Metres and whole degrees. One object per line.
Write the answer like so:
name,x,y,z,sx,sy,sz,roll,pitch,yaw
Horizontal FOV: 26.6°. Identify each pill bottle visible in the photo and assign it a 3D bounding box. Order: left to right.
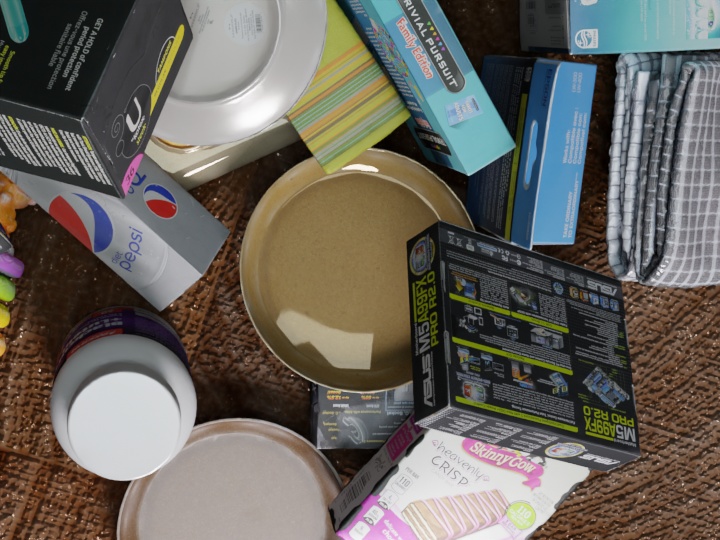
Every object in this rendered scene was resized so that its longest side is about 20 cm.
pill bottle,-0.185,0.097,1.193,0.111,0.200,0.111,-1,99,-9

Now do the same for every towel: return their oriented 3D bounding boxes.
towel,-0.047,-0.181,1.216,0.086,0.018,0.200,-35,99,-7
towel,0.298,-0.085,1.282,0.166,0.086,0.200,0,98,-29

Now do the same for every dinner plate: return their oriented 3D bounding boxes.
dinner plate,-0.126,-0.195,1.186,0.200,0.024,0.200,1,103,2

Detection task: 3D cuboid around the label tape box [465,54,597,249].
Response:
label tape box,0.142,-0.096,1.216,0.066,0.200,0.143,5,98,-12

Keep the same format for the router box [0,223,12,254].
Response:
router box,-0.389,-0.031,1.171,0.200,0.052,0.157,-33,61,-2

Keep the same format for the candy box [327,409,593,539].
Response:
candy box,0.089,0.175,1.273,0.136,0.061,0.200,39,95,-16

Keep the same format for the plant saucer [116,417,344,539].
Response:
plant saucer,-0.108,0.221,1.311,0.200,0.032,0.200,-1,99,-8

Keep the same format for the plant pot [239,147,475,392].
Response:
plant pot,0.000,0.000,1.247,0.200,0.027,0.200,1,84,-9

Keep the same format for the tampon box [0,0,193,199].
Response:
tampon box,-0.246,-0.164,1.104,0.200,0.126,0.150,16,70,12

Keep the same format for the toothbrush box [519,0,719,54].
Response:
toothbrush box,0.243,-0.222,1.241,0.200,0.146,0.085,-5,100,-10

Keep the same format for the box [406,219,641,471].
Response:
box,0.130,0.062,1.209,0.200,0.044,0.160,16,58,-32

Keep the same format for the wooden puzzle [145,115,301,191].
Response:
wooden puzzle,-0.121,-0.179,1.234,0.185,0.046,0.200,-25,104,-4

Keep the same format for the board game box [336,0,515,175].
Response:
board game box,0.040,-0.178,1.212,0.047,0.151,0.200,-32,103,-4

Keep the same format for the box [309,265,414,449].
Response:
box,0.059,0.071,1.305,0.200,0.050,0.158,0,99,-9

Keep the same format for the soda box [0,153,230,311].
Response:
soda box,-0.204,-0.064,1.222,0.200,0.068,0.063,43,128,-13

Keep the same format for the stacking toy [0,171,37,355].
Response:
stacking toy,-0.314,0.006,1.219,0.116,0.110,0.200,23,82,5
